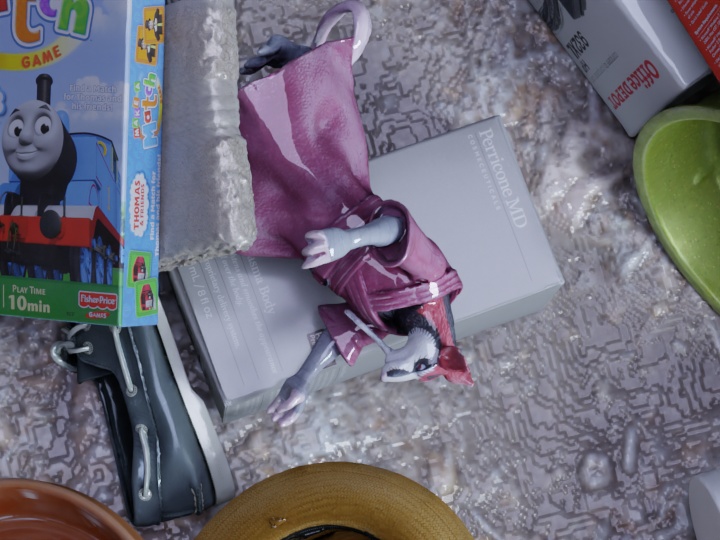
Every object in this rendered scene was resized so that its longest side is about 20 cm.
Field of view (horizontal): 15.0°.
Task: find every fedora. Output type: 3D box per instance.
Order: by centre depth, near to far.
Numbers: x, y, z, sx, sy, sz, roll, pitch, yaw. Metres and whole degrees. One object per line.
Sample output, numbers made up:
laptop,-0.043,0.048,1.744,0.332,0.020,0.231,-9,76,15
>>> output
fedora,-0.010,0.203,1.445,0.200,0.082,0.201,-2,82,17

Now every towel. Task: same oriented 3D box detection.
towel,-0.127,-0.058,1.411,0.034,0.200,0.133,-1,82,-45

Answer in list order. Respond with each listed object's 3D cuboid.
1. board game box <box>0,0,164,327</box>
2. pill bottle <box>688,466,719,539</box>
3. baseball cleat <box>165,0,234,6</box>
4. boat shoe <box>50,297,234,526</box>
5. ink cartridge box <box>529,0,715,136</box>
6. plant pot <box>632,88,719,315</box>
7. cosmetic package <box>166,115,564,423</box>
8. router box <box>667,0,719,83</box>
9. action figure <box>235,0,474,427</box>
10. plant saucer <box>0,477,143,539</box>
board game box,-0.168,-0.077,1.383,0.151,0.037,0.200,4,93,33
pill bottle,0.287,0.120,1.499,0.200,0.104,0.104,-16,84,-8
baseball cleat,-0.120,-0.205,1.497,0.070,0.106,0.200,-32,92,-23
boat shoe,-0.134,0.044,1.479,0.062,0.073,0.200,-24,91,-13
ink cartridge box,0.135,-0.185,1.503,0.084,0.145,0.200,-36,87,-10
plant pot,0.286,-0.068,1.496,0.200,0.200,0.190,46,69,1
cosmetic package,0.000,0.000,1.493,0.200,0.090,0.107,-22,82,-6
router box,0.275,-0.126,1.402,0.200,0.049,0.180,-18,67,-28
action figure,-0.006,-0.016,1.418,0.200,0.134,0.149,45,51,6
plant saucer,-0.181,0.210,1.437,0.200,0.032,0.200,-2,85,20
